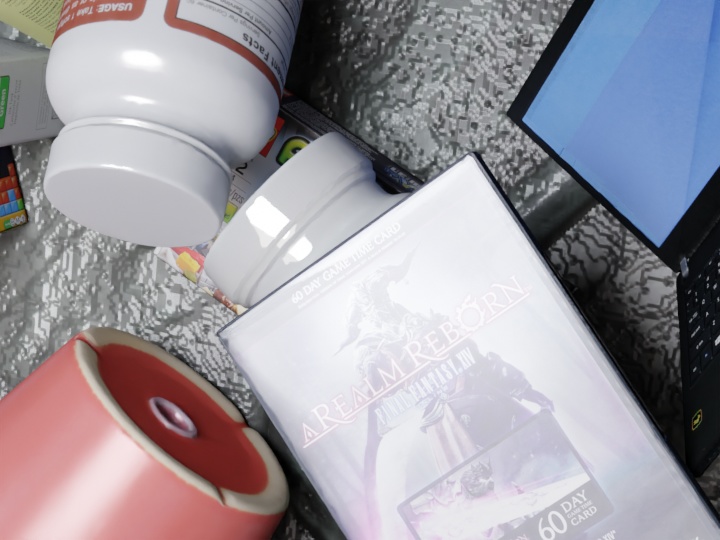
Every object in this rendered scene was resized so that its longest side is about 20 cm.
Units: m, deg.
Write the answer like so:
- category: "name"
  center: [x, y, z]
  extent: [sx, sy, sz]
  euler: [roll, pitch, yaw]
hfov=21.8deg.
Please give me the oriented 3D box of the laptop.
- category: "laptop"
  center: [0.143, -0.050, 0.808]
  extent: [0.103, 0.201, 0.178]
  euler: [20, 132, -11]

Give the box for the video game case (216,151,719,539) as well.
- category: "video game case"
  center: [0.047, 0.071, 0.812]
  extent: [0.142, 0.019, 0.201]
  euler: [-35, 86, 13]

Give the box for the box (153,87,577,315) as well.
- category: "box"
  center: [0.000, 0.000, 0.969]
  extent: [0.199, 0.035, 0.110]
  euler: [34, 110, 12]

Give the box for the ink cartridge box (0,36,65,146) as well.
- category: "ink cartridge box"
  center: [-0.243, -0.093, 0.955]
  extent: [0.108, 0.200, 0.051]
  euler: [15, 105, 18]

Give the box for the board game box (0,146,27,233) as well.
- category: "board game box"
  center: [-0.310, -0.020, 1.015]
  extent: [0.199, 0.165, 0.057]
  euler: [-10, 97, 22]

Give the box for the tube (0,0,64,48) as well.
- category: "tube"
  center: [-0.167, -0.151, 0.914]
  extent: [0.052, 0.200, 0.058]
  euler: [-19, 75, 13]

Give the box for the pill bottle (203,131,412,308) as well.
- category: "pill bottle"
  center: [0.027, 0.037, 0.884]
  extent: [0.200, 0.116, 0.116]
  euler: [44, 112, 7]

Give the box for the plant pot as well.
- category: "plant pot"
  center: [-0.145, 0.140, 0.979]
  extent: [0.200, 0.200, 0.178]
  euler: [42, 103, 9]

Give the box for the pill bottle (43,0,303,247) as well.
- category: "pill bottle"
  center: [-0.086, -0.119, 0.891]
  extent: [0.111, 0.112, 0.201]
  euler: [3, 66, 20]
